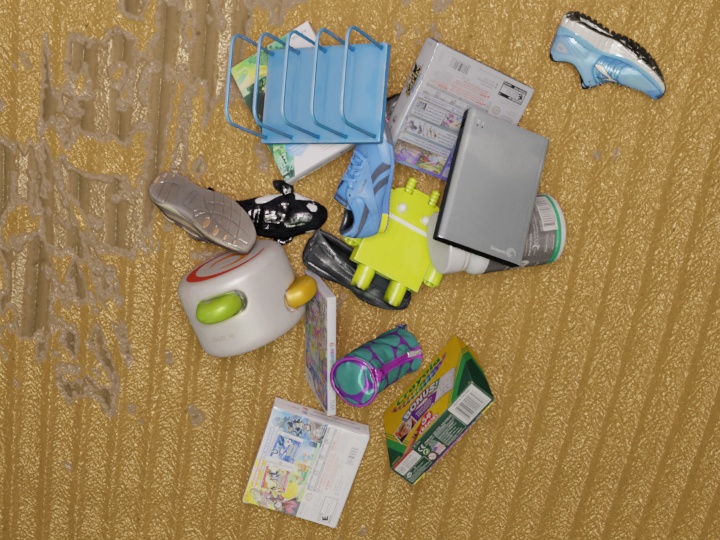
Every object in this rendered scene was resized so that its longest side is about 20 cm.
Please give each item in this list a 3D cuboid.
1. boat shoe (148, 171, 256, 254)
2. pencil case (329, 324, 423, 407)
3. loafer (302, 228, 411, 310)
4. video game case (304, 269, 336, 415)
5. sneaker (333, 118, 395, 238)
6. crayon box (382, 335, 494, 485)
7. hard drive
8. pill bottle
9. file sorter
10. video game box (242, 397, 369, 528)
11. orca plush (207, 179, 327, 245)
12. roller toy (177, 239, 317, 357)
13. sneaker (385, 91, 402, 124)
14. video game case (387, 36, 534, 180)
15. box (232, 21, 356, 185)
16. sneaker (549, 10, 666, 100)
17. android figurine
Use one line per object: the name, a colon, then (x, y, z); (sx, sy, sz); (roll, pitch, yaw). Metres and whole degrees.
boat shoe: (-0.244, -0.084, 1.352); (0.199, 0.074, 0.075); (34, 66, 15)
pencil case: (0.031, 0.153, 1.389); (0.091, 0.199, 0.087); (-12, 95, 28)
loafer: (0.000, 0.000, 1.402); (0.198, 0.068, 0.071); (28, 121, -7)
video game case: (-0.067, 0.115, 1.403); (0.018, 0.143, 0.203); (-6, 110, -17)
sneaker: (0.003, -0.134, 1.260); (0.077, 0.066, 0.203); (-9, 127, -20)
crayon box: (0.124, 0.230, 1.429); (0.058, 0.173, 0.200); (37, 104, -16)
hard drive: (0.194, -0.121, 1.266); (0.138, 0.033, 0.203); (18, 80, -15)
pill bottle: (0.212, -0.055, 1.342); (0.197, 0.113, 0.115); (-8, 110, -17)
file sorter: (-0.075, -0.257, 1.189); (0.197, 0.122, 0.141); (4, 88, 26)
video game box: (-0.099, 0.346, 1.530); (0.179, 0.047, 0.203); (17, 107, -9)
orca plush: (-0.152, -0.093, 1.368); (0.197, 0.071, 0.107); (20, 107, -7)
roller toy: (-0.183, 0.047, 1.357); (0.199, 0.181, 0.142); (-31, 109, -27)
sneaker: (-0.014, -0.244, 1.327); (0.198, 0.079, 0.097); (-25, 93, 4)
video game case: (0.145, -0.232, 1.305); (0.198, 0.045, 0.183); (16, 108, -32)
box: (-0.093, -0.253, 1.295); (0.143, 0.036, 0.202); (-29, 81, 9)
sneaker: (0.379, -0.316, 1.317); (0.198, 0.079, 0.090); (28, 125, -7)
android figurine: (0.063, -0.048, 1.373); (0.180, 0.041, 0.202); (28, 85, -14)
